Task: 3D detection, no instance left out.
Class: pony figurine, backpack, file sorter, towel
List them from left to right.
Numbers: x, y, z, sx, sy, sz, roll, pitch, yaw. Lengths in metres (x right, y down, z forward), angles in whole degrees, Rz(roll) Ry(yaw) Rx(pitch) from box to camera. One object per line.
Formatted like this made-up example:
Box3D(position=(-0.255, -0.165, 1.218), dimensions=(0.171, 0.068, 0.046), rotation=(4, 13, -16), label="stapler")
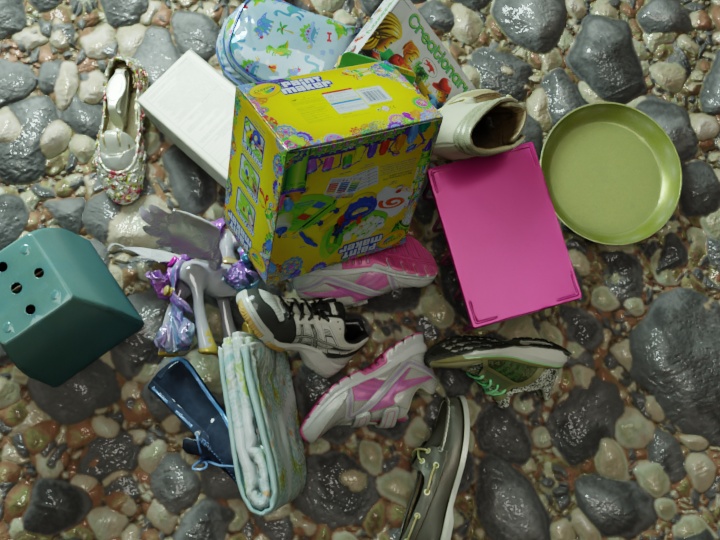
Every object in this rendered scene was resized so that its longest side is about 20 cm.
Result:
Box3D(position=(-0.204, 0.006, 1.018), dimensions=(0.192, 0.166, 0.202), rotation=(9, 74, -35), label="pony figurine")
Box3D(position=(-0.109, 0.176, 0.966), dimensions=(0.048, 0.171, 0.202), rotation=(-12, 81, 10), label="towel")
Box3D(position=(-0.090, -0.273, 1.075), dimensions=(0.198, 0.154, 0.165), rotation=(22, 86, 13), label="backpack")
Box3D(position=(0.171, -0.034, 1.045), dimensions=(0.138, 0.125, 0.202), rotation=(-15, 80, -5), label="file sorter")

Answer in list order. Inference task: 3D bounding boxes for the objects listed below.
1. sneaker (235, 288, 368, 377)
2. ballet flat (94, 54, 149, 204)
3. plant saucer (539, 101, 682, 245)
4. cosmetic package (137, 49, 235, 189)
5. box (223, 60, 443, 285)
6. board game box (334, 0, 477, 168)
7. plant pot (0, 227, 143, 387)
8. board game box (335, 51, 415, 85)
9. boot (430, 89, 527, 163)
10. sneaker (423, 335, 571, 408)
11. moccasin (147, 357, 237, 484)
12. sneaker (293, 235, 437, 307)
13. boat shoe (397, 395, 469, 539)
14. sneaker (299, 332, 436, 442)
Box3D(position=(-0.066, 0.057, 0.986), dimensions=(0.087, 0.200, 0.076), rotation=(-38, 51, 14), label="sneaker")
Box3D(position=(-0.319, -0.190, 1.074), dimensions=(0.075, 0.064, 0.202), rotation=(-2, 80, 2), label="ballet flat")
Box3D(position=(0.340, -0.130, 1.121), dimensions=(0.198, 0.031, 0.202), rotation=(1, 79, -3), label="plant saucer")
Box3D(position=(-0.180, -0.181, 1.057), dimensions=(0.200, 0.073, 0.104), rotation=(42, 80, 16), label="cosmetic package")
Box3D(position=(-0.037, -0.113, 0.936), dimensions=(0.199, 0.194, 0.122), rotation=(-17, 51, -30), label="box")
Box3D(position=(0.069, -0.242, 1.066), dimensions=(0.200, 0.035, 0.127), rotation=(43, 77, -34), label="board game box")
Box3D(position=(-0.369, 0.036, 0.962), dimensions=(0.141, 0.200, 0.142), rotation=(-35, 84, -9), label="plant pot")
Box3D(position=(-0.006, -0.183, 1.029), dimensions=(0.095, 0.201, 0.030), rotation=(14, 45, -12), label="board game box")
Box3D(position=(0.152, -0.184, 1.014), dimensions=(0.199, 0.154, 0.073), rotation=(-30, 107, -33), label="boot")
Box3D(position=(0.174, 0.133, 1.034), dimensions=(0.198, 0.077, 0.090), rotation=(4, 96, -17), label="sneaker")
Box3D(position=(-0.191, 0.204, 1.013), dimensions=(0.068, 0.081, 0.200), rotation=(-35, 70, -11), label="moccasin")
Box3D(position=(0.000, 0.000, 1.049), dimensions=(0.198, 0.089, 0.082), rotation=(4, 44, -13), label="sneaker")
Box3D(position=(0.092, 0.253, 1.017), dimensions=(0.060, 0.072, 0.204), rotation=(12, 83, -6), label="boat shoe")
Box3D(position=(0.016, 0.163, 1.021), dimensions=(0.199, 0.081, 0.089), rotation=(-32, 84, -11), label="sneaker")
